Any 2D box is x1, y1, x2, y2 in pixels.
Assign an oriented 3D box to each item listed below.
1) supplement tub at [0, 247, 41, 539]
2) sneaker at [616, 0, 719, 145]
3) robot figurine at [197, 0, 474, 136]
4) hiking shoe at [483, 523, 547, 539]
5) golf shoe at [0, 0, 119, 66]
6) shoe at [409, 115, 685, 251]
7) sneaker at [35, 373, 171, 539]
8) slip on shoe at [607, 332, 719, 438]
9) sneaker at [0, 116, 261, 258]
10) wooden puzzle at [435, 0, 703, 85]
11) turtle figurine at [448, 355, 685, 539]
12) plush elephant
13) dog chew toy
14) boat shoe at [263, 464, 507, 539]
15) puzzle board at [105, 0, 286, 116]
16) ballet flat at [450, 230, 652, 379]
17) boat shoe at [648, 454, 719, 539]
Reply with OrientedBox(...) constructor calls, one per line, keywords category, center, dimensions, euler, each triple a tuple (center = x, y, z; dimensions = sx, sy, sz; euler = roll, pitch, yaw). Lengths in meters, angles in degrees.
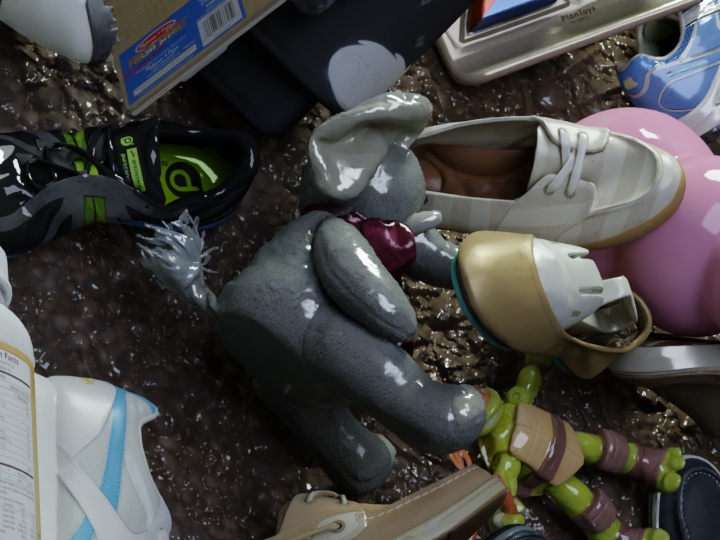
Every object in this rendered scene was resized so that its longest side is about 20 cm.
OrientedBox(category="supplement tub", center=(-0.221, 0.090, 0.948), dimensions=(0.144, 0.145, 0.201), euler=(5, 67, -28))
OrientedBox(category="sneaker", center=(0.233, -0.169, 1.362), dimensions=(0.077, 0.076, 0.200), euler=(39, 54, -15))
OrientedBox(category="robot figurine", center=(-0.007, -0.169, 1.165), dimensions=(0.125, 0.200, 0.150), euler=(40, 7, -39))
OrientedBox(category="hiking shoe", center=(0.113, 0.233, 1.085), dimensions=(0.074, 0.087, 0.201), euler=(-31, 113, -30))
OrientedBox(category="golf shoe", center=(-0.221, -0.168, 1.107), dimensions=(0.200, 0.078, 0.094), euler=(42, 58, 6))
OrientedBox(category="shoe", center=(0.083, -0.051, 1.165), dimensions=(0.053, 0.199, 0.070), euler=(46, 48, -63))
OrientedBox(category="sneaker", center=(-0.135, 0.148, 1.016), dimensions=(0.081, 0.076, 0.201), euler=(8, 68, -28))
OrientedBox(category="slip on shoe", center=(0.219, 0.072, 1.240), dimensions=(0.200, 0.076, 0.061), euler=(6, 89, -51))
OrientedBox(category="sneaker", center=(-0.143, -0.053, 1.092), dimensions=(0.199, 0.083, 0.071), euler=(-6, 73, -31))
OrientedBox(category="wooden puzzle", center=(0.108, -0.235, 1.306), dimensions=(0.185, 0.046, 0.201), euler=(-21, 79, -16))
OrientedBox(category="turtle figurine", center=(0.106, 0.114, 1.175), dimensions=(0.161, 0.064, 0.200), euler=(32, 48, -24))
OrientedBox(category="plush elephant", center=(0.000, 0.000, 1.100), dimensions=(0.200, 0.165, 0.155), euler=(40, 65, 2))
OrientedBox(category="dog chew toy", center=(0.190, -0.018, 1.200), dimensions=(0.124, 0.200, 0.125), euler=(-19, 122, -33))
OrientedBox(category="boat shoe", center=(-0.020, 0.143, 1.055), dimensions=(0.200, 0.071, 0.065), euler=(-26, 71, -11))
OrientedBox(category="puzzle board", center=(-0.058, -0.184, 1.111), dimensions=(0.017, 0.200, 0.151), euler=(40, 21, -40))
OrientedBox(category="ballet flat", center=(0.106, 0.012, 1.087), dimensions=(0.200, 0.063, 0.069), euler=(23, 48, -66))
OrientedBox(category="boat shoe", center=(0.227, 0.201, 1.210), dimensions=(0.074, 0.062, 0.201), euler=(-7, 72, -30))
